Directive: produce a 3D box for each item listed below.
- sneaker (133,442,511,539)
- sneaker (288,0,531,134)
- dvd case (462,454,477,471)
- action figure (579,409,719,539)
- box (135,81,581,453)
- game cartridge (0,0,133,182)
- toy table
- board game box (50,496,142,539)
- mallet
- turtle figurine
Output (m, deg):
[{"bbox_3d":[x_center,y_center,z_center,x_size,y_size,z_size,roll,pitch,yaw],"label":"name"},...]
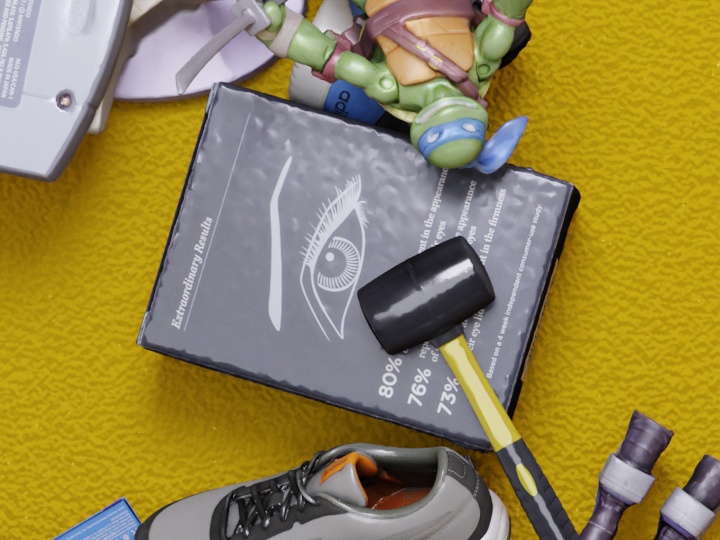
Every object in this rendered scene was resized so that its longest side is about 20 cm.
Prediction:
[{"bbox_3d":[-0.026,0.124,1.501,0.200,0.079,0.074,-9,47,16],"label":"sneaker"},{"bbox_3d":[0.048,-0.163,1.547,0.111,0.077,0.200,22,84,3],"label":"sneaker"},{"bbox_3d":[0.029,0.217,1.546,0.146,0.022,0.200,-23,86,2],"label":"dvd case"},{"bbox_3d":[0.120,0.176,1.502,0.130,0.069,0.200,35,80,1],"label":"action figure"},{"bbox_3d":[0.000,0.000,1.523,0.199,0.104,0.148,17,87,6],"label":"box"},{"bbox_3d":[-0.181,-0.151,1.465,0.133,0.041,0.201,12,87,7],"label":"game cartridge"},{"bbox_3d":[-0.132,-0.158,1.539,0.199,0.117,0.184,-4,86,3],"label":"toy table"},{"bbox_3d":[-0.125,0.235,1.496,0.045,0.152,0.200,-40,81,40],"label":"board game box"},{"bbox_3d":[0.079,0.075,1.444,0.066,0.041,0.200,-36,88,4],"label":"mallet"},{"bbox_3d":[0.014,-0.158,1.417,0.144,0.200,0.194,-39,46,29],"label":"turtle figurine"}]
